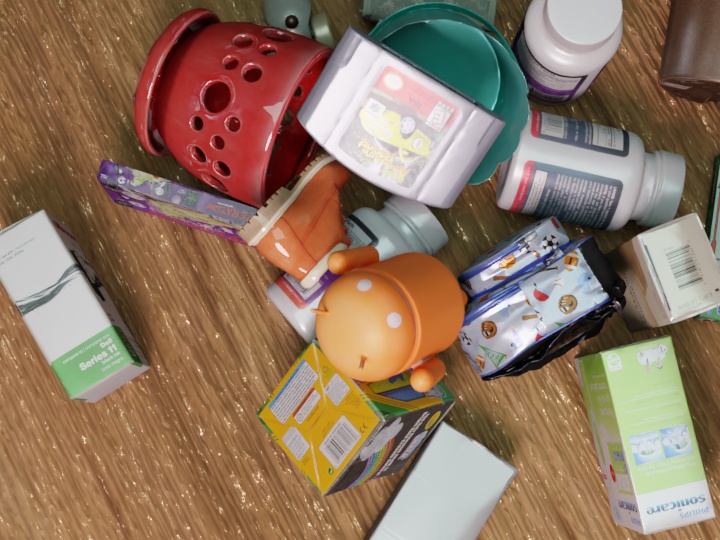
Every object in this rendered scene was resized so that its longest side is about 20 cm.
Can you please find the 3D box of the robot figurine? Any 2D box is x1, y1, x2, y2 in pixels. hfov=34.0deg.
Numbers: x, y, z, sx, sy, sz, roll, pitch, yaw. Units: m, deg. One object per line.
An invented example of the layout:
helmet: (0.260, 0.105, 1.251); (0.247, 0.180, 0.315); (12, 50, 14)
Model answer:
robot figurine: (0.033, 0.048, 1.216); (0.116, 0.200, 0.145); (3, 103, 35)

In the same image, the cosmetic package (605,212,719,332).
cosmetic package: (0.336, 0.007, 1.318); (0.071, 0.200, 0.106); (-20, 83, -2)

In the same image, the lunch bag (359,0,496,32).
lunch bag: (0.088, -0.383, 1.400); (0.163, 0.118, 0.201); (6, 95, -1)

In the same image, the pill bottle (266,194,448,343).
pill bottle: (0.000, 0.000, 1.352); (0.200, 0.111, 0.112); (-41, 85, -5)

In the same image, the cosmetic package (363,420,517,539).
cosmetic package: (0.082, 0.280, 1.342); (0.107, 0.090, 0.201); (34, 81, 3)

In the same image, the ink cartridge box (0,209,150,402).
ink cartridge box: (-0.330, 0.043, 1.333); (0.083, 0.147, 0.201); (-31, 86, -6)

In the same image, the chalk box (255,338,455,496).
chalk box: (0.009, 0.149, 1.307); (0.124, 0.200, 0.125); (46, 115, 22)

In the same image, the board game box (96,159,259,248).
board game box: (-0.198, -0.073, 1.362); (0.199, 0.120, 0.032); (18, 84, 2)

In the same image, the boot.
boot: (-0.047, -0.056, 1.290); (0.107, 0.200, 0.075); (42, 129, -4)

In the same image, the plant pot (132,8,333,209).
plant pot: (-0.143, -0.190, 1.341); (0.182, 0.200, 0.201); (24, 83, 13)

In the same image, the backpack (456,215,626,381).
backpack: (0.189, 0.036, 1.326); (0.190, 0.200, 0.154); (-39, 80, 2)

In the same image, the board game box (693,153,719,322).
board game box: (0.481, -0.031, 1.411); (0.134, 0.029, 0.201); (9, 83, 1)

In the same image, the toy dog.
toy dog: (-0.098, -0.343, 1.406); (0.132, 0.096, 0.201); (-35, 85, -5)

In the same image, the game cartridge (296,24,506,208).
game cartridge: (0.040, -0.156, 1.266); (0.199, 0.041, 0.133); (29, 113, -11)

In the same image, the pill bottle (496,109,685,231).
pill bottle: (0.267, -0.110, 1.372); (0.199, 0.120, 0.120); (13, 83, 0)

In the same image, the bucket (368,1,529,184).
bucket: (0.083, -0.201, 1.340); (0.206, 0.135, 0.209); (-1, 112, -2)

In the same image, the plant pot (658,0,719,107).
plant pot: (0.445, -0.297, 1.368); (0.199, 0.200, 0.200); (13, 90, 1)

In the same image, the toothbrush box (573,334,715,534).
toothbrush box: (0.316, 0.183, 1.325); (0.086, 0.146, 0.201); (-14, 84, -3)

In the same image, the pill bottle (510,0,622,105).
pill bottle: (0.237, -0.267, 1.349); (0.111, 0.200, 0.112); (0, 83, -1)
